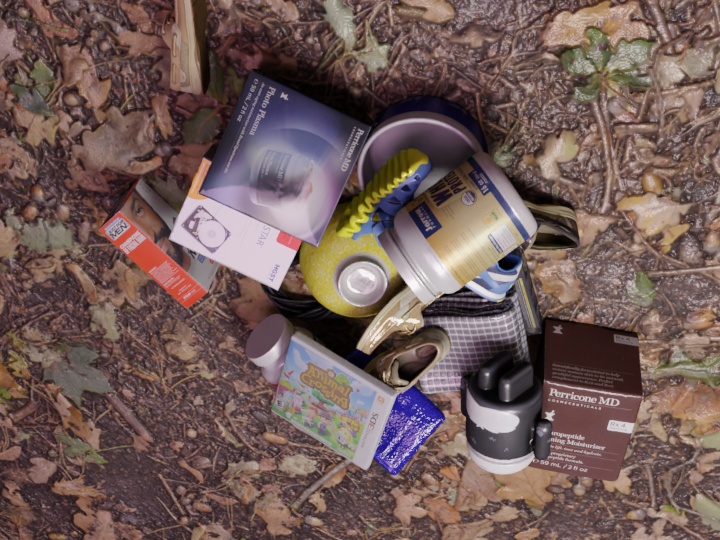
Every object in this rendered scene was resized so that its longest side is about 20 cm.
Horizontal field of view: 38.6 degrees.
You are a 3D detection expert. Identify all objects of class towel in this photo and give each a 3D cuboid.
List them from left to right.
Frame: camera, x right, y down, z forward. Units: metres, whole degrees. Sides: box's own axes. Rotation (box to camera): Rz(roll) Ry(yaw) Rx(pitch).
[{"bbox_3d":[0.027,0.237,1.745,0.200,0.050,0.148,40,104,3],"label":"towel"},{"bbox_3d":[0.175,0.121,1.710,0.198,0.086,0.167,-6,125,19],"label":"towel"}]

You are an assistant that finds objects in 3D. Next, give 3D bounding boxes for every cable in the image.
[{"bbox_3d":[-0.079,0.014,1.762,0.198,0.051,0.164,2,126,11],"label":"cable"}]

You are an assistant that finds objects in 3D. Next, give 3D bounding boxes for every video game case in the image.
[{"bbox_3d":[-0.048,0.218,1.710,0.199,0.022,0.183,30,129,15],"label":"video game case"}]

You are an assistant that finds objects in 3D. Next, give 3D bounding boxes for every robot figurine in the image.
[{"bbox_3d":[0.231,0.230,1.647,0.123,0.151,0.202,-4,122,-3],"label":"robot figurine"}]

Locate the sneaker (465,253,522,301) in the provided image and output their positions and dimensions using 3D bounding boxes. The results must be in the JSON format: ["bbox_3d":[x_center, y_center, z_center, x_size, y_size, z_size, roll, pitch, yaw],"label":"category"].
[{"bbox_3d":[0.165,-0.024,1.605,0.199,0.074,0.082,21,128,-26],"label":"sneaker"}]

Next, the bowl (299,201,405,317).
[{"bbox_3d":[0.000,0.000,1.669,0.198,0.108,0.202,-2,116,-4],"label":"bowl"}]

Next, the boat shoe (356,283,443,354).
[{"bbox_3d":[0.077,0.065,1.637,0.066,0.074,0.200,43,86,6],"label":"boat shoe"}]

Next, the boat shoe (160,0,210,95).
[{"bbox_3d":[-0.265,-0.352,1.524,0.064,0.072,0.202,6,128,6],"label":"boat shoe"}]

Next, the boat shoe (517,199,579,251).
[{"bbox_3d":[0.254,-0.065,1.585,0.198,0.065,0.074,-1,140,-19],"label":"boat shoe"}]

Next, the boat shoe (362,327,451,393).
[{"bbox_3d":[0.059,0.164,1.668,0.199,0.065,0.072,-36,91,24],"label":"boat shoe"}]

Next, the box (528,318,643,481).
[{"bbox_3d":[0.374,0.220,1.747,0.164,0.165,0.202,9,127,6],"label":"box"}]

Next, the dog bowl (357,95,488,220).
[{"bbox_3d":[0.098,-0.162,1.582,0.198,0.079,0.202,5,126,7],"label":"dog bowl"}]

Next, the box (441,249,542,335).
[{"bbox_3d":[0.204,0.028,1.716,0.160,0.049,0.201,-10,123,21],"label":"box"}]

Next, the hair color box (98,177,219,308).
[{"bbox_3d":[-0.332,-0.046,1.733,0.064,0.111,0.200,-35,113,29],"label":"hair color box"}]

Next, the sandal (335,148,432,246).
[{"bbox_3d":[0.049,-0.104,1.543,0.087,0.080,0.200,31,134,-16],"label":"sandal"}]

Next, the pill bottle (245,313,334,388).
[{"bbox_3d":[-0.104,0.171,1.821,0.115,0.117,0.200,-28,126,27],"label":"pill bottle"}]

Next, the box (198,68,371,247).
[{"bbox_3d":[-0.111,-0.171,1.546,0.197,0.123,0.202,23,98,-7],"label":"box"}]

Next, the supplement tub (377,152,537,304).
[{"bbox_3d":[0.137,-0.058,1.478,0.199,0.145,0.145,-36,114,6],"label":"supplement tub"}]

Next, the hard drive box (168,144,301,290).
[{"bbox_3d":[-0.188,-0.086,1.672,0.198,0.077,0.157,24,110,-7],"label":"hard drive box"}]
